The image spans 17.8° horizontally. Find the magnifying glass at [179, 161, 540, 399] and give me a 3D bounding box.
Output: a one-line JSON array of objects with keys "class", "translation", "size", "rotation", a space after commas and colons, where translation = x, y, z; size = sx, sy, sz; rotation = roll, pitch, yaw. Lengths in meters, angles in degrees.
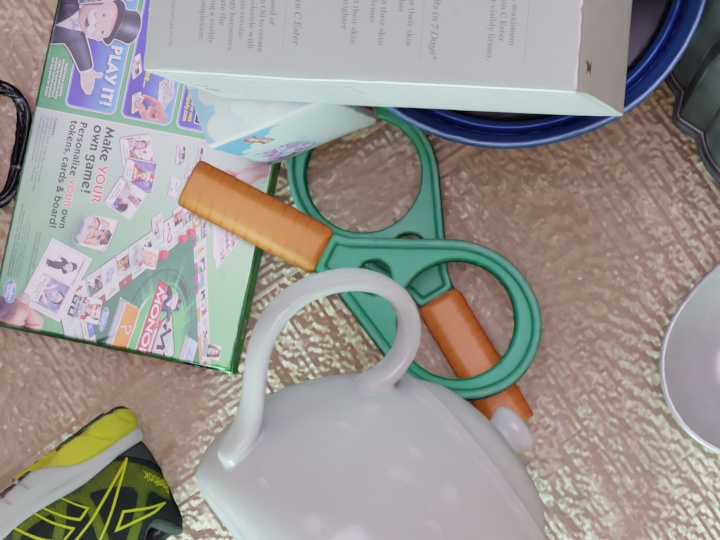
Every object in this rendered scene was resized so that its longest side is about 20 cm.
[{"class": "magnifying glass", "translation": [0.000, 0.000, 1.190], "size": [0.199, 0.022, 0.080], "rotation": [27, 87, 4]}]

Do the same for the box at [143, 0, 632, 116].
[{"class": "box", "translation": [0.017, -0.139, 1.027], "size": [0.199, 0.097, 0.125], "rotation": [5, 89, 18]}]

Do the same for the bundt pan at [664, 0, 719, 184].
[{"class": "bundt pan", "translation": [0.255, -0.117, 1.151], "size": [0.201, 0.076, 0.203], "rotation": [2, 64, -3]}]

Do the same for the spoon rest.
[{"class": "spoon rest", "translation": [0.222, 0.002, 1.187], "size": [0.099, 0.061, 0.201], "rotation": [21, 86, 6]}]

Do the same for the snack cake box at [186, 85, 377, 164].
[{"class": "snack cake box", "translation": [-0.065, -0.160, 1.163], "size": [0.067, 0.115, 0.201], "rotation": [-21, 84, 10]}]

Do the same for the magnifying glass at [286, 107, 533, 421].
[{"class": "magnifying glass", "translation": [0.030, -0.003, 1.220], "size": [0.079, 0.022, 0.200], "rotation": [-31, 85, 1]}]

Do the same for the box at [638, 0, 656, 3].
[{"class": "box", "translation": [0.087, -0.240, 1.202], "size": [0.199, 0.086, 0.164], "rotation": [19, 87, 5]}]

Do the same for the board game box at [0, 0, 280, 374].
[{"class": "board game box", "translation": [-0.112, -0.055, 1.231], "size": [0.134, 0.029, 0.201], "rotation": [12, 86, 4]}]

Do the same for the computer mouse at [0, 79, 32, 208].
[{"class": "computer mouse", "translation": [-0.219, -0.130, 1.242], "size": [0.058, 0.034, 0.201], "rotation": [-17, 85, 2]}]

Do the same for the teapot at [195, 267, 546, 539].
[{"class": "teapot", "translation": [0.022, 0.117, 1.132], "size": [0.146, 0.200, 0.197], "rotation": [-40, 73, -8]}]

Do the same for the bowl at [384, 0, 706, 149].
[{"class": "bowl", "translation": [0.074, -0.159, 1.136], "size": [0.200, 0.039, 0.202], "rotation": [0, 87, 5]}]

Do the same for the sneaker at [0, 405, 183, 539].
[{"class": "sneaker", "translation": [-0.154, 0.143, 1.150], "size": [0.085, 0.200, 0.074], "rotation": [51, 133, -2]}]
